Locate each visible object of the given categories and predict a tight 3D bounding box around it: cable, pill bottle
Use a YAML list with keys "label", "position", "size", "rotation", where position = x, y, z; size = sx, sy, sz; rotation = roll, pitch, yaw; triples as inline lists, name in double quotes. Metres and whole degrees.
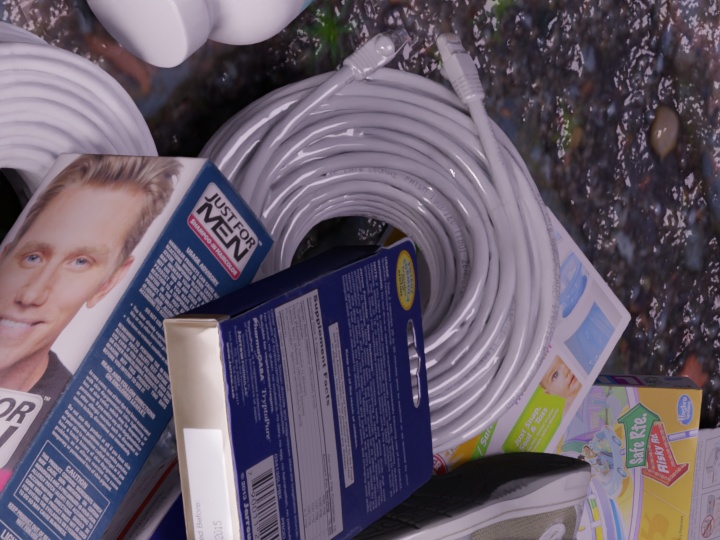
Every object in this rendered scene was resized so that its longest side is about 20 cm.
- label: "cable"
  position: [0.000, 0.000, 1.077]
  size: [0.199, 0.069, 0.201]
  rotation: [-27, 83, -13]
- label: "pill bottle"
  position: [-0.045, -0.185, 1.033]
  size: [0.200, 0.110, 0.111]
  rotation: [-46, 128, -27]
- label: "cable"
  position: [-0.176, -0.013, 0.973]
  size: [0.199, 0.069, 0.202]
  rotation: [-2, 101, -44]

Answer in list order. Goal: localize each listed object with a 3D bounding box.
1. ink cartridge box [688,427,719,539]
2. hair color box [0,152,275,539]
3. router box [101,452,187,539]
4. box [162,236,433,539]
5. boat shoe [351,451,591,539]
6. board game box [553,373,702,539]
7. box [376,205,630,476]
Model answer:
- label: "ink cartridge box"
  position: [0.187, 0.179, 1.402]
  size: [0.199, 0.050, 0.163]
  rotation: [-9, 106, -48]
- label: "hair color box"
  position: [-0.129, 0.044, 0.900]
  size: [0.061, 0.100, 0.201]
  rotation: [52, 56, -38]
- label: "router box"
  position: [-0.130, 0.163, 0.933]
  size: [0.049, 0.179, 0.200]
  rotation: [51, 24, -8]
- label: "box"
  position: [-0.021, 0.060, 0.936]
  size: [0.200, 0.032, 0.122]
  rotation: [-23, 110, -62]
- label: "boat shoe"
  position: [0.046, 0.139, 1.085]
  size: [0.201, 0.074, 0.065]
  rotation: [-11, 103, -49]
- label: "board game box"
  position: [0.129, 0.163, 1.294]
  size: [0.133, 0.034, 0.202]
  rotation: [2, 100, -8]
- label: "box"
  position: [0.043, 0.066, 1.186]
  size: [0.113, 0.101, 0.201]
  rotation: [47, 67, -40]
